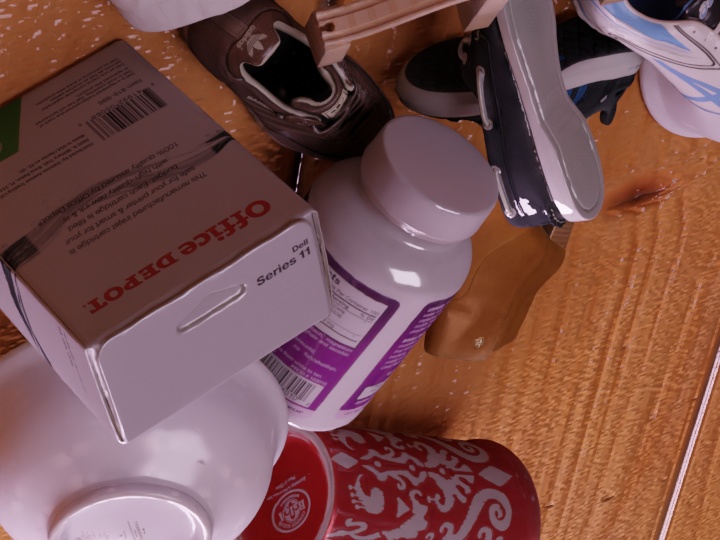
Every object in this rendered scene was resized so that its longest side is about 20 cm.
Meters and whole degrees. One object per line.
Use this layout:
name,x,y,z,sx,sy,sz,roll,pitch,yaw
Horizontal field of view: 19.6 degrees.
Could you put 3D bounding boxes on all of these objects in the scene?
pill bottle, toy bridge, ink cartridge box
pill bottle,0.000,0.000,1.305,0.112,0.112,0.200,-1,140,-41
toy bridge,0.070,-0.158,1.187,0.200,0.027,0.067,-14,171,-12
ink cartridge box,-0.129,-0.019,1.142,0.147,0.200,0.083,-32,138,-18

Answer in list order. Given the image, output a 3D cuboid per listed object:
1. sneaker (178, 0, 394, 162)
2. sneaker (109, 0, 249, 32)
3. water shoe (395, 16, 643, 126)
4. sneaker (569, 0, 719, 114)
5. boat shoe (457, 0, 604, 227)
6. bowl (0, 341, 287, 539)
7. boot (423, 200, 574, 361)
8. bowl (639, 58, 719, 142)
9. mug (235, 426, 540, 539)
sneaker,-0.032,-0.104,1.259,0.070,0.076,0.200,-53,140,6
sneaker,-0.069,-0.214,1.141,0.200,0.074,0.116,-35,142,4
water shoe,0.108,-0.112,1.382,0.200,0.072,0.079,-14,132,-33
sneaker,0.226,-0.158,1.379,0.200,0.072,0.072,26,69,-26
boat shoe,0.090,-0.120,1.277,0.076,0.060,0.200,-27,104,-57
bowl,-0.140,0.127,1.262,0.201,0.090,0.201,-5,137,-5
boot,0.072,-0.005,1.435,0.201,0.071,0.144,3,116,-49
bowl,0.304,-0.166,1.501,0.201,0.090,0.201,-24,135,-27
mug,0.006,0.193,1.496,0.200,0.133,0.178,16,108,-44
